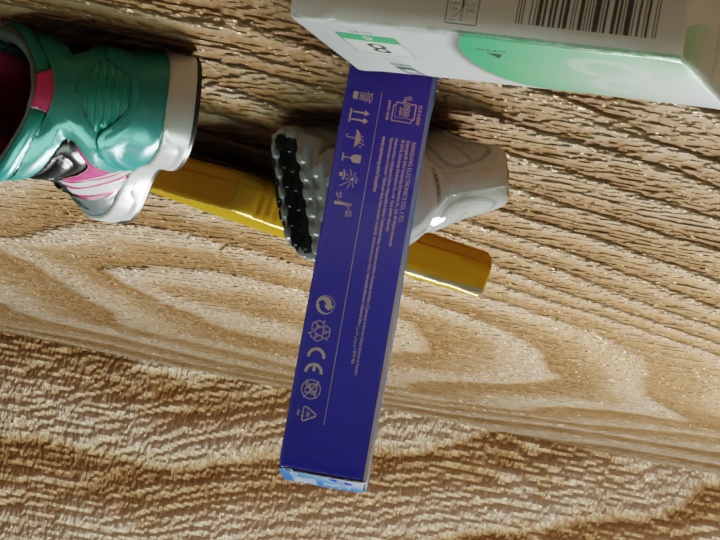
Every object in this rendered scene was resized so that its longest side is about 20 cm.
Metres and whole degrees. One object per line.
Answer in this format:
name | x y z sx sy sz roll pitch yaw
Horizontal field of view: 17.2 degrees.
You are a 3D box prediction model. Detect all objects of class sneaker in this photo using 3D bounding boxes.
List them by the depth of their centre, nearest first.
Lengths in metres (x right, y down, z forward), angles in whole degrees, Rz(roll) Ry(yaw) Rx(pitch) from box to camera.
sneaker | -0.163 -0.073 1.250 0.120 0.084 0.200 9 165 -16
sneaker | 0.011 -0.045 1.272 0.080 0.076 0.200 -13 -169 -23

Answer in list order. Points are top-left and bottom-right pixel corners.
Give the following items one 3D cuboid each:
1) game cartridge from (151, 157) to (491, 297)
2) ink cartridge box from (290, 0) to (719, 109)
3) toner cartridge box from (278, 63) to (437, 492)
game cartridge | -0.044 -0.036 1.466 0.199 0.033 0.176 20 178 -37
ink cartridge box | 0.083 -0.085 0.959 0.160 0.051 0.200 8 169 24
toner cartridge box | 0.000 0.000 1.115 0.043 0.202 0.095 10 173 2
